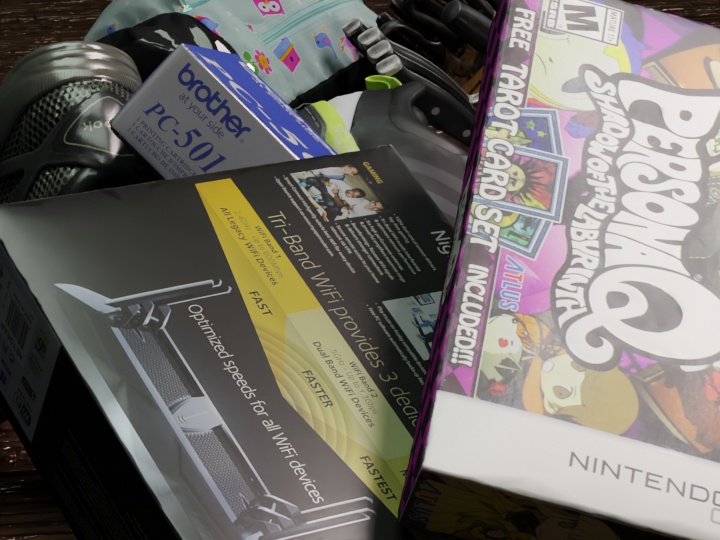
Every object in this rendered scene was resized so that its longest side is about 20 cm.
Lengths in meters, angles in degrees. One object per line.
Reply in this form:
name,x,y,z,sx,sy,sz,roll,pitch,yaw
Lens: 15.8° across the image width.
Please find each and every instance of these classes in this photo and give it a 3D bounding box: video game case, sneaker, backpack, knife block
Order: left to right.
sneaker,-0.131,0.016,1.035,0.076,0.200,0.115,8,44,-29
backpack,-0.065,-0.093,1.265,0.167,0.127,0.200,-29,6,38
sneaker,0.038,-0.016,1.089,0.083,0.072,0.200,-25,55,-13
knife block,0.087,-0.067,1.230,0.200,0.064,0.176,45,16,7
video game case,0.115,0.011,0.798,0.180,0.036,0.201,16,53,-4

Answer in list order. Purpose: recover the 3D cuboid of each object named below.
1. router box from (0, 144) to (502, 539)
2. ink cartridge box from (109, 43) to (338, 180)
router box,-0.013,0.053,0.799,0.157,0.052,0.200,-10,49,-32
ink cartridge box,0.000,0.000,0.967,0.200,0.044,0.094,44,8,4
